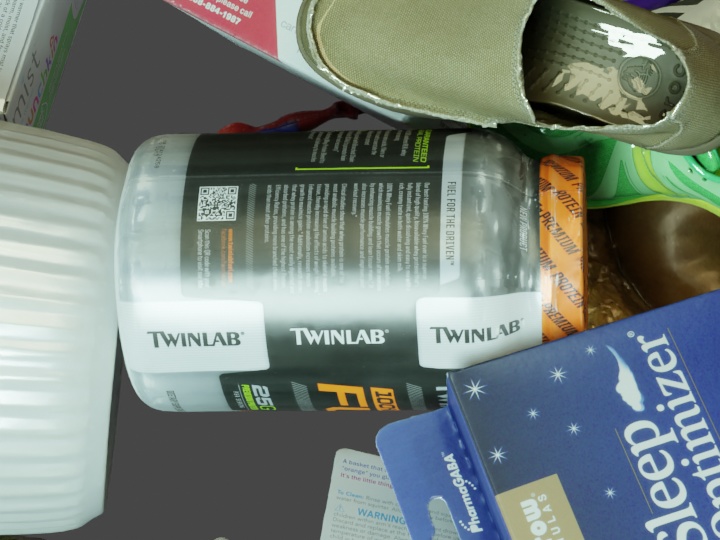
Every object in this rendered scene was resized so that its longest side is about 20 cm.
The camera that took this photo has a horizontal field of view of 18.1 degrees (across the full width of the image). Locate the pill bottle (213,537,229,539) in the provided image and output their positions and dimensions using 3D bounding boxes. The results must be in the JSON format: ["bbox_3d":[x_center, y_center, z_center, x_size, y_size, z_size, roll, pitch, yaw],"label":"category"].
[{"bbox_3d":[0.002,0.204,1.005,0.199,0.111,0.111,29,66,11],"label":"pill bottle"}]

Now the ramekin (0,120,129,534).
[{"bbox_3d":[-0.161,0.027,1.036,0.104,0.201,0.202,5,64,-4],"label":"ramekin"}]

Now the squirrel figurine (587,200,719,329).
[{"bbox_3d":[0.156,0.033,1.094,0.198,0.142,0.189,-2,76,-6],"label":"squirrel figurine"}]

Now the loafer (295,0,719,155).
[{"bbox_3d":[0.064,-0.097,0.951,0.198,0.067,0.077,9,89,14],"label":"loafer"}]

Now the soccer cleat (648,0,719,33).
[{"bbox_3d":[0.182,-0.109,1.110,0.198,0.069,0.085,-13,33,7],"label":"soccer cleat"}]

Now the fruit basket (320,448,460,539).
[{"bbox_3d":[0.063,0.175,0.927,0.183,0.094,0.201,10,45,-1],"label":"fruit basket"}]

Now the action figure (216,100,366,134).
[{"bbox_3d":[-0.011,-0.052,1.166,0.198,0.052,0.066,1,69,0],"label":"action figure"}]

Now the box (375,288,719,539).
[{"bbox_3d":[0.115,0.078,0.904,0.198,0.033,0.122,-18,58,-7],"label":"box"}]

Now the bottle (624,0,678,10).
[{"bbox_3d":[0.138,-0.173,1.164,0.083,0.065,0.201,36,108,0],"label":"bottle"}]

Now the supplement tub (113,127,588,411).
[{"bbox_3d":[0.000,0.000,0.985,0.198,0.123,0.124,-1,64,8],"label":"supplement tub"}]

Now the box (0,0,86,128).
[{"bbox_3d":[-0.234,-0.163,1.181,0.175,0.097,0.202,12,64,3],"label":"box"}]

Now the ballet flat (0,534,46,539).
[{"bbox_3d":[-0.134,0.209,1.032,0.072,0.068,0.201,-6,59,-27],"label":"ballet flat"}]

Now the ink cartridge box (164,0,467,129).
[{"bbox_3d":[0.026,-0.177,1.078,0.145,0.145,0.201,28,92,18],"label":"ink cartridge box"}]

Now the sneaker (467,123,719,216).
[{"bbox_3d":[0.145,-0.063,1.008,0.198,0.084,0.075,14,66,16],"label":"sneaker"}]
